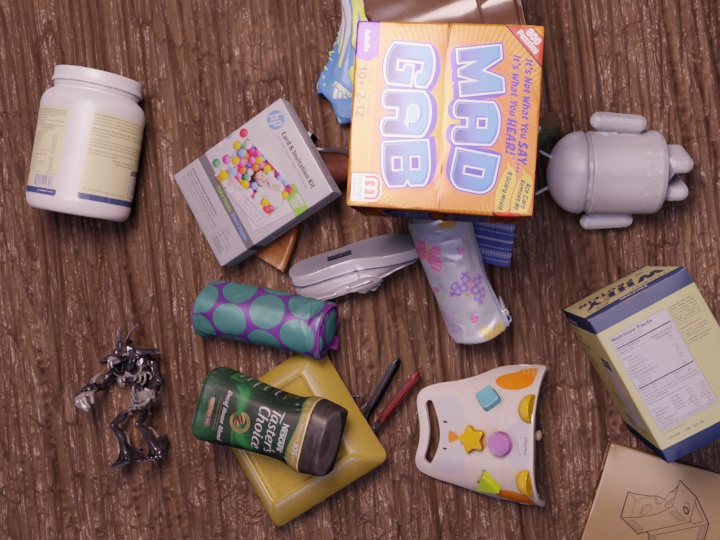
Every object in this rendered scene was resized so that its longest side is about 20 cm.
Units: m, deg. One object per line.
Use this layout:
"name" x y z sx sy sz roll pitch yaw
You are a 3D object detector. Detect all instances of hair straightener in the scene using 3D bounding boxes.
"hair straightener" 0.001 0.207 1.187 0.077 0.041 0.200 37 99 16

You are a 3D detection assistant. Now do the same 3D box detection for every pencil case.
"pencil case" 0.136 0.004 1.116 0.091 0.083 0.200 -8 113 45
"pencil case" -0.134 0.070 1.159 0.200 0.092 0.085 10 60 15

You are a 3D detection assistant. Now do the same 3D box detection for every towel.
"towel" 0.147 -0.108 1.116 0.145 0.024 0.200 13 121 21

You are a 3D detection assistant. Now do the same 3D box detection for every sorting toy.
"sorting toy" 0.165 0.234 1.150 0.180 0.107 0.200 0 90 24

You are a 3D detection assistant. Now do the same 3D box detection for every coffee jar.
"coffee jar" -0.121 0.205 1.103 0.200 0.085 0.104 14 90 14

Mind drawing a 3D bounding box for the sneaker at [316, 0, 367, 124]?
"sneaker" -0.023 -0.302 1.163 0.105 0.076 0.200 -14 90 6

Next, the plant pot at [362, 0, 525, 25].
"plant pot" 0.117 -0.332 1.099 0.198 0.200 0.201 -12 89 12

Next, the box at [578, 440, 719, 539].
"box" 0.426 0.346 1.150 0.200 0.021 0.164 16 92 6

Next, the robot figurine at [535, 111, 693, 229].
"robot figurine" 0.342 -0.134 1.110 0.200 0.113 0.170 0 115 6

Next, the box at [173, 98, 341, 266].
"box" -0.148 -0.121 1.152 0.200 0.041 0.156 -31 81 16

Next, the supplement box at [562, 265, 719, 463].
"supplement box" 0.385 0.112 1.063 0.134 0.200 0.200 -29 88 4

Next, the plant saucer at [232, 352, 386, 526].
"plant saucer" -0.098 0.236 1.164 0.200 0.048 0.200 -34 78 10

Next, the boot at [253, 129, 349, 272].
"boot" -0.077 -0.090 1.173 0.188 0.068 0.200 26 93 4

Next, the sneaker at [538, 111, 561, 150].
"sneaker" 0.204 -0.137 1.149 0.200 0.067 0.090 -29 88 11

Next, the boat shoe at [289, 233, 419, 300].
"boat shoe" 0.000 0.000 1.172 0.200 0.074 0.065 -13 118 10

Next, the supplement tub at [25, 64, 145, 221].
"supplement tub" -0.389 -0.178 1.162 0.145 0.145 0.200 10 91 5

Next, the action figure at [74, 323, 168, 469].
"action figure" -0.339 0.182 1.182 0.119 0.102 0.200 -10 91 17

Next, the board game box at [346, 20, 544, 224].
"board game box" 0.098 -0.162 0.952 0.200 0.200 0.200 4 91 6
